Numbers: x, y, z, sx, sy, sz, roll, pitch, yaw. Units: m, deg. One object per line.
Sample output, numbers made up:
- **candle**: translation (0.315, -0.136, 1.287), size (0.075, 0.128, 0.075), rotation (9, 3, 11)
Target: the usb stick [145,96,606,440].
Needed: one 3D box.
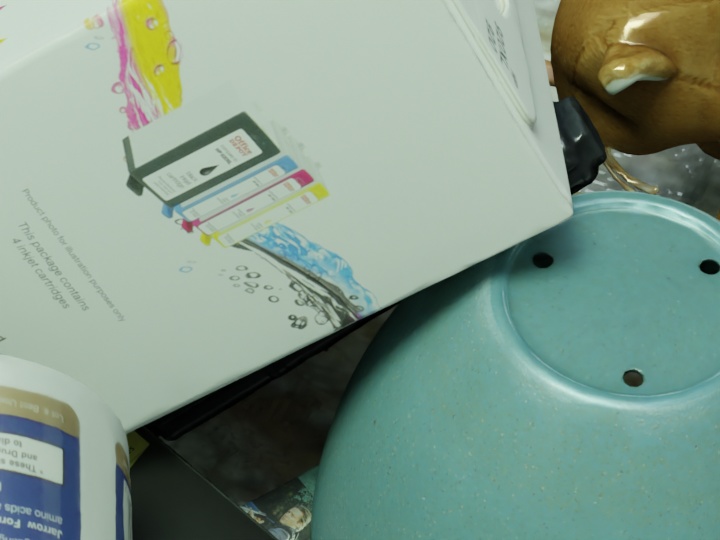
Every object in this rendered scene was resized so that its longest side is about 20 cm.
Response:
- **usb stick**: translation (0.000, 0.000, 1.003), size (0.199, 0.033, 0.055), rotation (-31, 13, 9)

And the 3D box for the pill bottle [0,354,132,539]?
- **pill bottle**: translation (-0.122, 0.135, 0.812), size (0.110, 0.111, 0.201), rotation (-3, 55, -3)

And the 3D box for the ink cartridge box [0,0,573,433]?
- **ink cartridge box**: translation (-0.052, -0.067, 0.902), size (0.199, 0.145, 0.148), rotation (-26, 33, 13)

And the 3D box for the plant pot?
- **plant pot**: translation (0.083, 0.052, 0.926), size (0.199, 0.135, 0.201), rotation (1, 49, -1)

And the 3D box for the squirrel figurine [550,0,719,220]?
- **squirrel figurine**: translation (0.173, -0.087, 1.012), size (0.186, 0.200, 0.142), rotation (20, 55, -15)

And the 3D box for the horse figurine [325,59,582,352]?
- **horse figurine**: translation (0.021, -0.050, 1.093), size (0.200, 0.050, 0.132), rotation (-36, 59, -27)

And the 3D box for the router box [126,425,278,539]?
- **router box**: translation (-0.136, 0.131, 0.918), size (0.200, 0.052, 0.157), rotation (-41, 59, -20)

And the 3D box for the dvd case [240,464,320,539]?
- **dvd case**: translation (0.006, 0.131, 0.960), size (0.199, 0.022, 0.146), rotation (-28, 55, -20)
